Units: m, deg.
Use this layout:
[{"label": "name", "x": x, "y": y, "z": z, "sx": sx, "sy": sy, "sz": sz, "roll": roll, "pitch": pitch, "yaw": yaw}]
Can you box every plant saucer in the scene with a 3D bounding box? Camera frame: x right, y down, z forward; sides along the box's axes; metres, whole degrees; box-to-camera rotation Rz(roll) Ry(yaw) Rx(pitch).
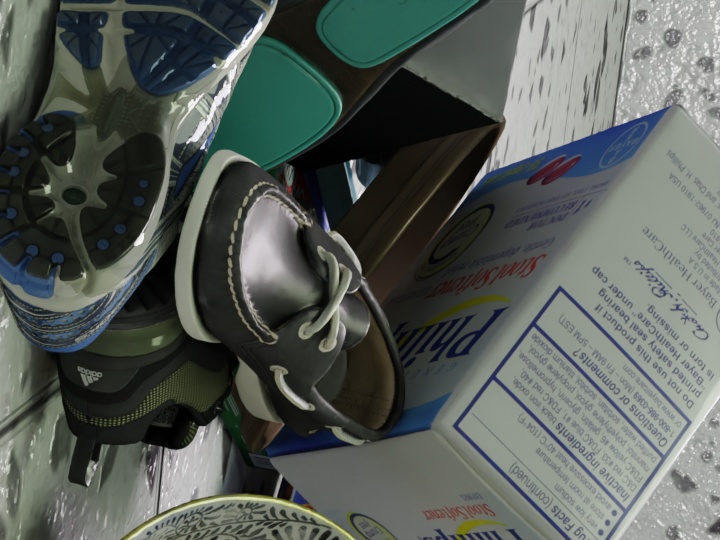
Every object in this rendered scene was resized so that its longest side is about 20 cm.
[{"label": "plant saucer", "x": -0.014, "y": -0.054, "z": 1.288, "sx": 0.070, "sy": 0.019, "sz": 0.200, "roll": -99, "pitch": 177, "yaw": -59}, {"label": "plant saucer", "x": 0.000, "y": 0.000, "z": 1.187, "sx": 0.200, "sy": 0.029, "sz": 0.200, "roll": -53, "pitch": 176, "yaw": -6}]

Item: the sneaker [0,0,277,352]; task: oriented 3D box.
[{"label": "sneaker", "x": -0.090, "y": -0.053, "z": 0.944, "sx": 0.085, "sy": 0.077, "sz": 0.200, "roll": 101, "pitch": 12, "yaw": -53}]

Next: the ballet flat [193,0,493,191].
[{"label": "ballet flat", "x": -0.015, "y": -0.099, "z": 1.014, "sx": 0.073, "sy": 0.200, "sz": 0.073, "roll": 37, "pitch": 36, "yaw": -32}]

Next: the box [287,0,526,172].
[{"label": "box", "x": 0.012, "y": -0.159, "z": 1.134, "sx": 0.079, "sy": 0.141, "sz": 0.201, "roll": 25, "pitch": 68, "yaw": -32}]

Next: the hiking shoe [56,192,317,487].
[{"label": "hiking shoe", "x": -0.080, "y": 0.020, "z": 1.053, "sx": 0.200, "sy": 0.076, "sz": 0.101, "roll": -34, "pitch": 141, "yaw": -64}]

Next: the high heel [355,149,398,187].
[{"label": "high heel", "x": 0.014, "y": -0.147, "z": 1.275, "sx": 0.143, "sy": 0.071, "sz": 0.201, "roll": 104, "pitch": -16, "yaw": -81}]

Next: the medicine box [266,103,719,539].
[{"label": "medicine box", "x": 0.081, "y": 0.040, "z": 1.164, "sx": 0.200, "sy": 0.103, "sz": 0.182, "roll": -50, "pitch": -166, "yaw": -24}]

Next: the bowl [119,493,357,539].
[{"label": "bowl", "x": -0.073, "y": 0.196, "z": 1.048, "sx": 0.200, "sy": 0.094, "sz": 0.201, "roll": 5, "pitch": 81, "yaw": -36}]

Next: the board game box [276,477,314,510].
[{"label": "board game box", "x": -0.013, "y": 0.102, "z": 1.411, "sx": 0.135, "sy": 0.045, "sz": 0.200, "roll": 113, "pitch": -6, "yaw": -56}]

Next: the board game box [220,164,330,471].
[{"label": "board game box", "x": -0.047, "y": 0.011, "z": 1.296, "sx": 0.200, "sy": 0.029, "sz": 0.135, "roll": 72, "pitch": 29, "yaw": -67}]

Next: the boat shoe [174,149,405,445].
[{"label": "boat shoe", "x": -0.024, "y": 0.017, "z": 0.993, "sx": 0.200, "sy": 0.060, "sz": 0.074, "roll": 72, "pitch": 39, "yaw": -61}]
